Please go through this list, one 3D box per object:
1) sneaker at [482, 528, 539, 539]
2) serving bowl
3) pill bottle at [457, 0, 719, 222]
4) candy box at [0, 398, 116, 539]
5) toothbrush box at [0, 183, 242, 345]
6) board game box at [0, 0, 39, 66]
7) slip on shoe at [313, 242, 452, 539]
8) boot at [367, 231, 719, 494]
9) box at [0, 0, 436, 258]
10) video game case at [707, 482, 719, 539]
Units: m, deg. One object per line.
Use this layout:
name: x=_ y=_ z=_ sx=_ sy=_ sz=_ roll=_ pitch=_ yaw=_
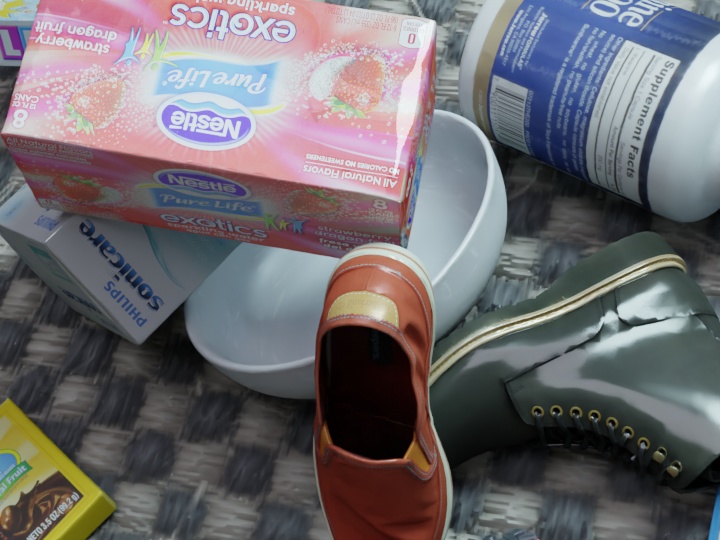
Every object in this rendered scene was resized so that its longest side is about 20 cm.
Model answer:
sneaker: x=0.012 y=0.203 z=0.761 sx=0.199 sy=0.081 sz=0.075 roll=-26 pitch=93 yaw=11
serving bowl: x=0.000 y=0.000 z=0.878 sx=0.199 sy=0.066 sz=0.201 roll=-23 pitch=35 yaw=17
pill bottle: x=0.164 y=-0.095 z=0.876 sx=0.199 sy=0.111 sz=0.111 roll=28 pitch=70 yaw=29
candy box: x=-0.244 y=0.174 z=0.884 sx=0.200 sy=0.026 sz=0.102 roll=-45 pitch=54 yaw=-13
toothbrush box: x=-0.109 y=-0.063 z=0.918 sx=0.200 sy=0.085 sz=0.146 roll=-46 pitch=23 yaw=-12
board game box: x=-0.165 y=-0.195 z=1.038 sx=0.134 sy=0.034 sz=0.200 roll=4 pitch=35 yaw=20
slip on shoe: x=0.006 y=0.085 z=0.767 sx=0.074 sy=0.201 sz=0.061 roll=7 pitch=32 yaw=13
boot: x=0.112 y=0.081 z=0.797 sx=0.200 sy=0.078 sz=0.139 roll=-36 pitch=55 yaw=1
box: x=-0.067 y=-0.077 z=0.785 sx=0.199 sy=0.095 sz=0.103 roll=11 pitch=71 yaw=6
video game case: x=0.263 y=0.081 z=0.793 sx=0.142 sy=0.018 sz=0.201 roll=6 pitch=61 yaw=21
